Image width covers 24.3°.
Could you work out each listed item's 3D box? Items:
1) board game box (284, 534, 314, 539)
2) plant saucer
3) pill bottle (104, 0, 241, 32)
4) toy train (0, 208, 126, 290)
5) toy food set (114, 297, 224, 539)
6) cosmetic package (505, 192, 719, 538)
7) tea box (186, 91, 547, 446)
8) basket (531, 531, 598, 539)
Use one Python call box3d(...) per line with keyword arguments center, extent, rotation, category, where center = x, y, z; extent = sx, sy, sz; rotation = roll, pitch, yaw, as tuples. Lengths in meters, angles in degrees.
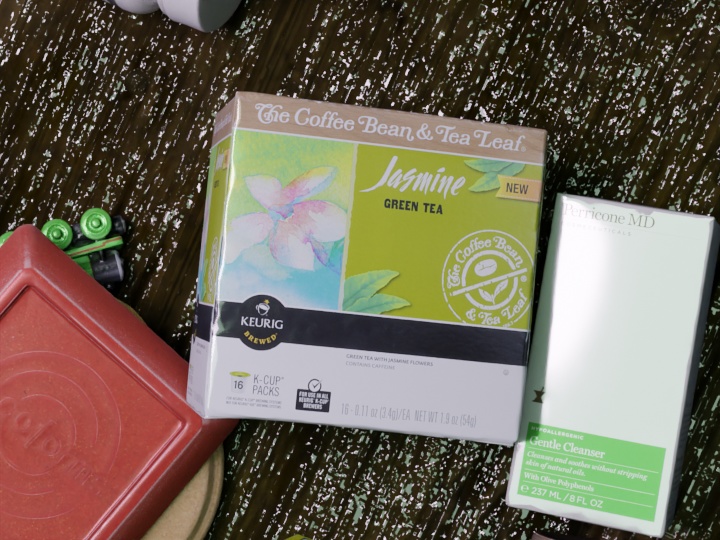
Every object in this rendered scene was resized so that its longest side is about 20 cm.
box3d(center=(-0.062, 0.284, 1.108), extent=(0.047, 0.102, 0.202), rotation=(16, 91, 12), category="board game box")
box3d(center=(-0.211, 0.107, 1.098), extent=(0.199, 0.037, 0.200), rotation=(42, 82, -8), category="plant saucer")
box3d(center=(-0.174, -0.247, 1.149), extent=(0.198, 0.114, 0.115), rotation=(24, 93, 12), category="pill bottle")
box3d(center=(-0.256, 0.007, 1.164), extent=(0.198, 0.042, 0.057), rotation=(-16, 85, -11), category="toy train")
box3d(center=(-0.193, 0.133, 1.145), extent=(0.198, 0.049, 0.200), rotation=(-43, 97, -8), category="toy food set")
box3d(center=(0.164, 0.059, 1.075), extent=(0.106, 0.085, 0.203), rotation=(8, 91, 15), category="cosmetic package")
box3d(center=(0.000, 0.000, 1.059), extent=(0.197, 0.134, 0.200), rotation=(5, 88, -10), category="tea box")
box3d(center=(0.146, 0.275, 1.049), extent=(0.178, 0.136, 0.203), rotation=(11, 87, 18), category="basket")
